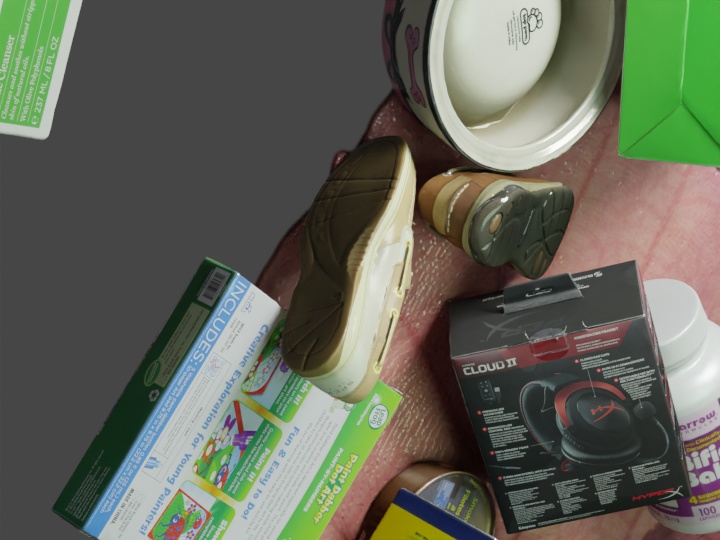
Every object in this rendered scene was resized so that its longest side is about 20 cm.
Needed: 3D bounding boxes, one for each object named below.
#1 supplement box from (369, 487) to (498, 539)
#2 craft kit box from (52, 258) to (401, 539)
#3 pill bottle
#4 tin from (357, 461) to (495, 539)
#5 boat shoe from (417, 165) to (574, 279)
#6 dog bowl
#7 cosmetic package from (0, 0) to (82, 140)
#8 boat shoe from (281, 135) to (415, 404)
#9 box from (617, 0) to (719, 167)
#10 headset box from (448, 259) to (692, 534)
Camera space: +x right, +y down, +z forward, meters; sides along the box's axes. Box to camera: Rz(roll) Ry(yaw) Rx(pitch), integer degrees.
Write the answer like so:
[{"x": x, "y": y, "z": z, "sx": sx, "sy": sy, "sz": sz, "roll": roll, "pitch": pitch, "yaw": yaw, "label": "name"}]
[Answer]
[{"x": 0.042, "y": 0.281, "z": 1.644, "sx": 0.109, "sy": 0.109, "sz": 0.201, "roll": 37, "pitch": 81, "yaw": -43, "label": "supplement box"}, {"x": -0.087, "y": 0.124, "z": 1.558, "sx": 0.197, "sy": 0.048, "sz": 0.201, "roll": 39, "pitch": 79, "yaw": -40, "label": "craft kit box"}, {"x": 0.258, "y": 0.108, "z": 1.818, "sx": 0.112, "sy": 0.112, "sz": 0.201, "roll": -42, "pitch": 129, "yaw": -22, "label": "pill bottle"}, {"x": 0.034, "y": 0.242, "z": 1.722, "sx": 0.112, "sy": 0.042, "sz": 0.201, "roll": 25, "pitch": 89, "yaw": -40, "label": "tin"}, {"x": 0.098, "y": -0.043, "z": 1.637, "sx": 0.076, "sy": 0.074, "sz": 0.200, "roll": -66, "pitch": 159, "yaw": 3, "label": "boat shoe"}, {"x": 0.099, "y": -0.174, "z": 1.599, "sx": 0.199, "sy": 0.074, "sz": 0.201, "roll": -15, "pitch": 115, "yaw": -37, "label": "dog bowl"}, {"x": -0.267, "y": -0.145, "z": 1.279, "sx": 0.199, "sy": 0.085, "sz": 0.108, "roll": 4, "pitch": 105, "yaw": -43, "label": "cosmetic package"}, {"x": 0.000, "y": 0.000, "z": 1.547, "sx": 0.066, "sy": 0.074, "sz": 0.201, "roll": 48, "pitch": 50, "yaw": -40, "label": "boat shoe"}, {"x": 0.257, "y": -0.196, "z": 1.664, "sx": 0.176, "sy": 0.096, "sz": 0.201, "roll": -48, "pitch": 142, "yaw": -65, "label": "box"}, {"x": 0.155, "y": 0.089, "z": 1.692, "sx": 0.148, "sy": 0.075, "sz": 0.201, "roll": -13, "pitch": 124, "yaw": 10, "label": "headset box"}]
